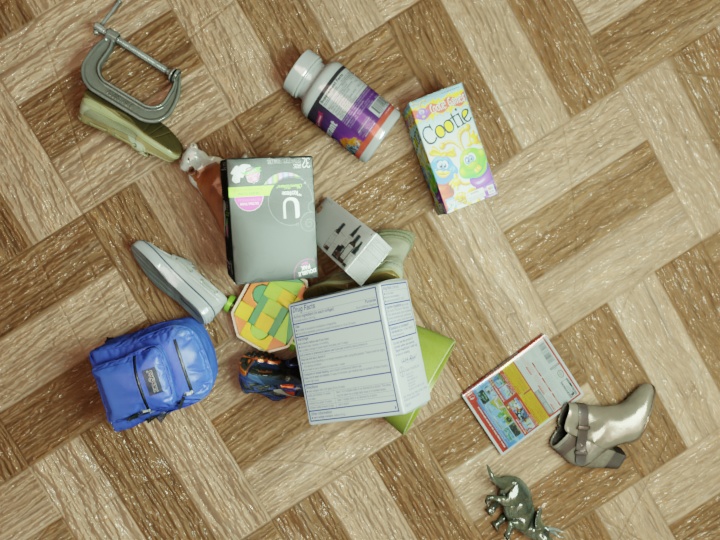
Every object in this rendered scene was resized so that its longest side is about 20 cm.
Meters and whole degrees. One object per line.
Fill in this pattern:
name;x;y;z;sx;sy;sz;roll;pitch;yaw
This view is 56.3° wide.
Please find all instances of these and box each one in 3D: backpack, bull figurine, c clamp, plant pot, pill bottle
backpack;-0.352;0.182;1.178;0.196;0.168;0.166;-18;101;-6
bull figurine;-0.239;-0.146;1.214;0.120;0.065;0.203;-26;99;-8
c clamp;-0.398;-0.363;1.191;0.199;0.027;0.172;36;70;-8
plant pot;0.041;0.157;1.206;0.198;0.187;0.189;30;91;13
pill bottle;-0.036;-0.296;1.196;0.199;0.111;0.112;38;90;-4

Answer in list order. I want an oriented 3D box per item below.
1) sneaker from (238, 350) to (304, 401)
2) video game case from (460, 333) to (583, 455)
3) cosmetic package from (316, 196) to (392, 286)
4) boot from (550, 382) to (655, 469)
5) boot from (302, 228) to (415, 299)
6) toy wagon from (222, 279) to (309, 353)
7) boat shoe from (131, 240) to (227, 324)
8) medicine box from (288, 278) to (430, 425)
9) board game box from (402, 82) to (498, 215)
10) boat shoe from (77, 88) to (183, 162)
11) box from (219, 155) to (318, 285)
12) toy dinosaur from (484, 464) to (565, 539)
sneaker;-0.133;0.204;1.243;0.196;0.076;0.079;15;128;-13
video game case;0.311;0.237;1.292;0.198;0.017;0.144;-35;95;-1
cosmetic package;-0.030;-0.057;1.167;0.083;0.200;0.051;-48;126;-1
boot;0.454;0.283;1.275;0.144;0.070;0.203;22;94;-6
boot;0.000;0.000;1.210;0.197;0.156;0.073;-17;120;29
toy wagon;-0.154;0.047;1.243;0.153;0.040;0.202;30;91;-5
boat shoe;-0.328;0.012;1.224;0.200;0.074;0.067;45;57;3
medicine box;-0.003;0.131;1.081;0.179;0.102;0.204;-13;85;31
board game box;0.160;-0.214;1.215;0.101;0.105;0.204;-20;94;-2
boat shoe;-0.410;-0.247;1.201;0.198;0.074;0.064;30;118;-6
box;-0.156;-0.089;1.143;0.145;0.124;0.205;-4;99;-16
toy dinosaur;0.293;0.445;1.285;0.101;0.077;0.202;-29;89;-13
